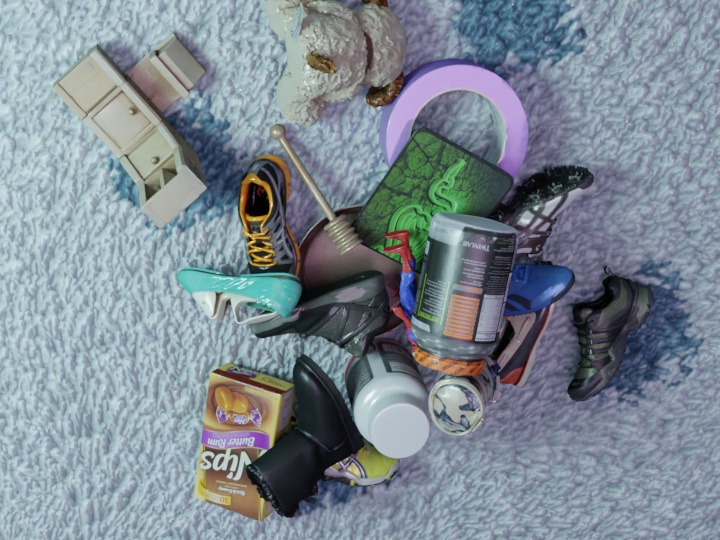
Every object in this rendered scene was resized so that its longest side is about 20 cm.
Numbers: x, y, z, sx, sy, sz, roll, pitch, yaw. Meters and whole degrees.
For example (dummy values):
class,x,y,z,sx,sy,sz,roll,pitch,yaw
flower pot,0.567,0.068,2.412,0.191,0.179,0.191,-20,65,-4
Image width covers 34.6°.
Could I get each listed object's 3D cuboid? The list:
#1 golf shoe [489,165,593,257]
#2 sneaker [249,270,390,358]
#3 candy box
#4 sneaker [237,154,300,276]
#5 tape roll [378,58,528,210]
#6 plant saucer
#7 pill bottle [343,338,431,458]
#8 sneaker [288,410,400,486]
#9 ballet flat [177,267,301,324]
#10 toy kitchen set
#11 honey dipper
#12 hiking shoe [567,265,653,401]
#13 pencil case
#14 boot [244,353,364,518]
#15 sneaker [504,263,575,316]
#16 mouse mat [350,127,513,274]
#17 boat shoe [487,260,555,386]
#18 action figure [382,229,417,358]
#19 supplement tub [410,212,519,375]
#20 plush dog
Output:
class,x,y,z,sx,sy,sz,roll,pitch,yaw
golf shoe,0.249,-0.076,1.650,0.199,0.078,0.095,-28,117,10
sneaker,-0.050,0.081,1.613,0.198,0.076,0.115,-17,103,-8
candy box,-0.168,0.247,1.668,0.116,0.056,0.202,15,108,20
sneaker,-0.134,-0.054,1.582,0.078,0.077,0.202,-2,104,18
tape roll,0.128,-0.187,1.596,0.198,0.066,0.202,-3,108,-8
plant saucer,0.000,0.000,1.652,0.199,0.035,0.202,-2,107,-8
pill bottle,0.041,0.181,1.627,0.110,0.200,0.112,-2,109,-7
sneaker,-0.033,0.263,1.708,0.198,0.075,0.077,12,107,-13
ballet flat,-0.174,0.036,1.570,0.199,0.067,0.071,3,69,27
toy kitchen set,-0.264,-0.201,1.471,0.163,0.181,0.200,-40,113,4
honey dipper,-0.064,-0.115,1.585,0.038,0.038,0.201,-32,91,2
hiking shoe,0.347,0.095,1.721,0.100,0.076,0.201,29,92,-7
pencil case,0.148,0.169,1.604,0.089,0.200,0.078,28,104,8
boot,-0.090,0.234,1.601,0.162,0.073,0.199,-38,127,-18
sneaker,0.200,0.018,1.631,0.199,0.066,0.079,-13,125,29
mouse mat,0.095,-0.086,1.586,0.160,0.008,0.200,26,121,-16
boat shoe,0.234,0.076,1.695,0.062,0.071,0.201,13,109,-9
action figure,0.067,0.044,1.622,0.051,0.066,0.201,-13,118,7
supplement tub,0.136,0.031,1.552,0.122,0.123,0.202,9,101,-11
plush dog,-0.016,-0.292,1.512,0.171,0.160,0.202,-18,110,-27
